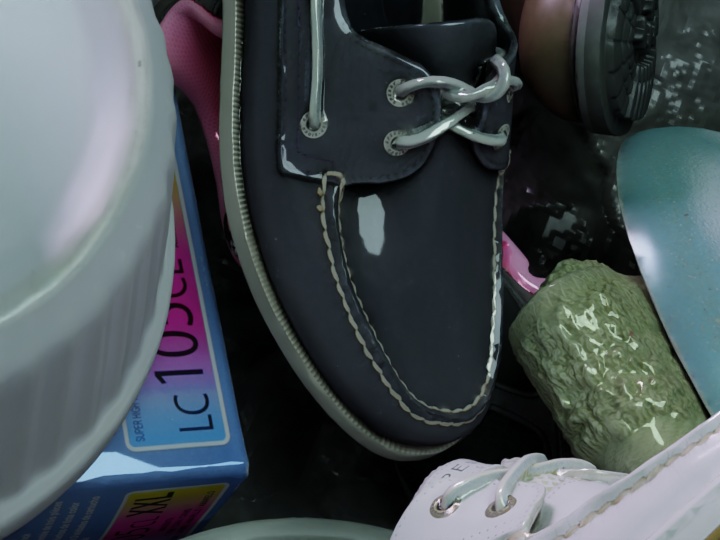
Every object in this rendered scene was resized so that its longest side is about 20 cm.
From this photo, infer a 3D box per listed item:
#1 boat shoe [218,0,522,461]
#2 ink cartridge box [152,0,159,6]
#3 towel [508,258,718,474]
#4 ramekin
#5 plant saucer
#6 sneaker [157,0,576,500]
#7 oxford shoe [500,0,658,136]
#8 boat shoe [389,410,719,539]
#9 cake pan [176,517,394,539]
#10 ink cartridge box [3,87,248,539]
[{"bbox_3d":[0.006,-0.051,0.720,0.073,0.063,0.200,-9,88,-36],"label":"boat shoe"},{"bbox_3d":[-0.111,-0.180,0.820,0.200,0.147,0.083,40,61,2],"label":"ink cartridge box"},{"bbox_3d":[0.118,0.071,0.781,0.200,0.036,0.149,15,43,-60],"label":"towel"},{"bbox_3d":[-0.135,-0.030,0.680,0.202,0.094,0.203,7,63,-15],"label":"ramekin"},{"bbox_3d":[0.143,0.037,0.799,0.200,0.027,0.200,46,21,-24],"label":"plant saucer"},{"bbox_3d":[0.000,0.000,0.780,0.095,0.079,0.200,-24,90,-54],"label":"sneaker"},{"bbox_3d":[0.046,-0.087,0.840,0.084,0.073,0.200,0,20,-1],"label":"oxford shoe"},{"bbox_3d":[0.035,0.075,0.677,0.071,0.200,0.069,0,56,-51],"label":"boat shoe"},{"bbox_3d":[-0.010,0.165,0.747,0.200,0.037,0.201,8,63,-15],"label":"cake pan"},{"bbox_3d":[-0.144,0.014,0.755,0.200,0.076,0.137,-5,66,-20],"label":"ink cartridge box"}]
